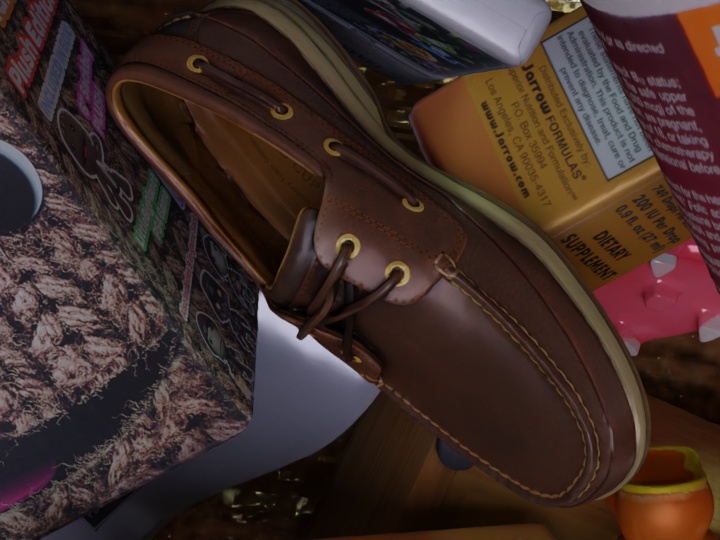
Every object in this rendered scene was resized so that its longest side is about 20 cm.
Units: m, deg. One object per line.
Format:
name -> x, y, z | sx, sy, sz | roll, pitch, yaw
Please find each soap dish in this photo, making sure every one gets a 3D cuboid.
soap dish -> 0.078, 0.121, 0.854 | 0.199, 0.081, 0.158 | 23, 108, -7

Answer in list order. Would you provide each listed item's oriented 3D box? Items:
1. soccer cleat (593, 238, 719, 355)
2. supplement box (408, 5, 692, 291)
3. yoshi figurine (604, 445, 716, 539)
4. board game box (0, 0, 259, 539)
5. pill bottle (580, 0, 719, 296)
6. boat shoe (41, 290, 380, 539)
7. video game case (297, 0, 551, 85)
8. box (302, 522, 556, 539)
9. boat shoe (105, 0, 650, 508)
soccer cleat -> 0.125, -0.021, 0.820 | 0.199, 0.077, 0.067 | -6, 139, 19
supplement box -> 0.120, -0.064, 0.749 | 0.199, 0.066, 0.069 | -31, 66, 13
yoshi figurine -> 0.137, 0.152, 0.787 | 0.111, 0.112, 0.202 | -14, 97, -36
board game box -> -0.149, -0.014, 0.732 | 0.159, 0.097, 0.200 | -29, 116, 15
pill bottle -> 0.123, -0.066, 0.636 | 0.114, 0.114, 0.201 | -25, 116, 9
boat shoe -> -0.067, 0.053, 0.845 | 0.200, 0.057, 0.069 | -37, 104, 13
video game case -> -0.049, -0.115, 0.722 | 0.199, 0.182, 0.023 | 30, 88, -9
box -> -0.007, 0.154, 0.709 | 0.199, 0.124, 0.098 | 0, 122, -34
boat shoe -> 0.000, -0.001, 0.717 | 0.200, 0.067, 0.072 | 46, 130, 15
